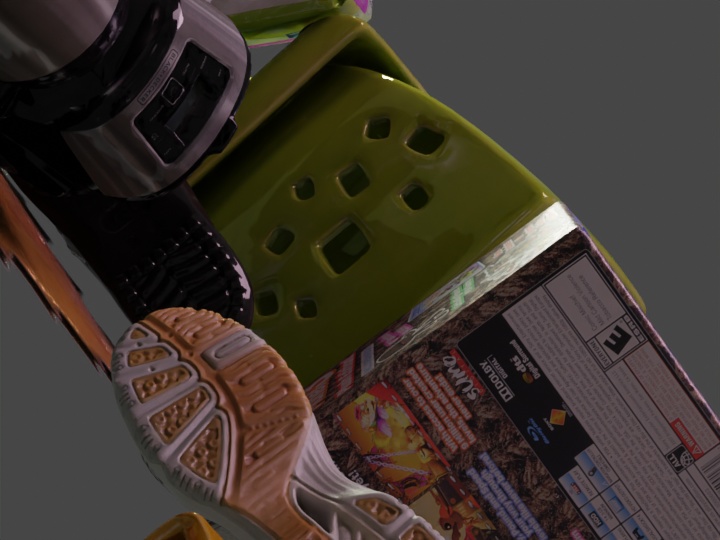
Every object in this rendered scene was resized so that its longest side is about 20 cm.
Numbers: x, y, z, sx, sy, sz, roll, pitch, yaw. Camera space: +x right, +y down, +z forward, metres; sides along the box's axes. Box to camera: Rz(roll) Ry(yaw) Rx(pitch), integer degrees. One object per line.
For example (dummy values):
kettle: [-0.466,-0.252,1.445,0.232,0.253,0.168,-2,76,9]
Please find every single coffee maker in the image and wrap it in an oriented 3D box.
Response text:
coffee maker: [-0.156,-0.137,1.229,0.193,0.134,0.200,56,4,33]

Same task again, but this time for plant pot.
plant pot: [0.000,0.000,1.507,0.182,0.199,0.200,49,3,26]

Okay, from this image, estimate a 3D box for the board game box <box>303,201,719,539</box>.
board game box: [0.059,0.095,1.321,0.160,0.200,0.097,54,4,-7]

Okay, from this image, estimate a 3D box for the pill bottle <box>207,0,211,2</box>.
pill bottle: [-0.158,-0.189,1.410,0.199,0.113,0.112,27,3,4]

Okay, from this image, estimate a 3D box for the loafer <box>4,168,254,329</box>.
loafer: [-0.115,-0.031,1.364,0.201,0.073,0.071,59,-6,21]

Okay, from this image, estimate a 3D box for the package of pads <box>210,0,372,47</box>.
package of pads: [-0.098,-0.147,1.538,0.155,0.199,0.069,-6,87,-85]

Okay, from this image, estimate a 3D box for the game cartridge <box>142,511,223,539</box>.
game cartridge: [0.004,0.198,1.074,0.200,0.032,0.177,49,7,-44]

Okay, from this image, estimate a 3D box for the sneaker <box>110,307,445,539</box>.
sneaker: [-0.038,0.103,1.208,0.200,0.075,0.088,48,-27,28]
